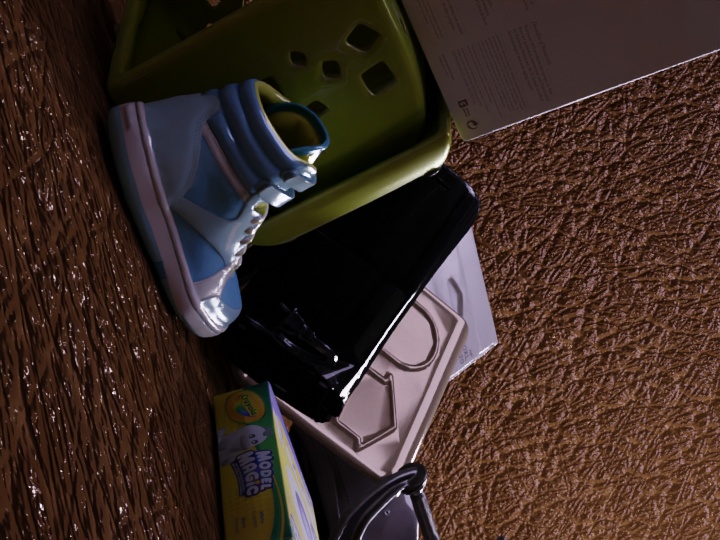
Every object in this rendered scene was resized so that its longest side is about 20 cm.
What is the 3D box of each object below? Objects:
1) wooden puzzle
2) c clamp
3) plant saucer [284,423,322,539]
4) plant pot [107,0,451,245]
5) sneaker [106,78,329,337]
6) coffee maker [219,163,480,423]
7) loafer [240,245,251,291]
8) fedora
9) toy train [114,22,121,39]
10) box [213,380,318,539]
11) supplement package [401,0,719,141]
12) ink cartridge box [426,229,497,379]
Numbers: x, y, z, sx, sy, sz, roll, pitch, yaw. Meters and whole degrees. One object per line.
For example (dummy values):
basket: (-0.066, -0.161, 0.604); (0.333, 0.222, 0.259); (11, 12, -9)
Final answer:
wooden puzzle: (-0.010, 0.069, 1.265); (0.200, 0.046, 0.186); (41, 56, -22)
c clamp: (0.041, 0.235, 1.255); (0.027, 0.171, 0.201); (29, -25, 40)
plant saucer: (-0.056, 0.201, 1.177); (0.200, 0.029, 0.202); (-16, 90, -89)
plant pot: (-0.041, -0.147, 1.035); (0.182, 0.198, 0.201); (55, 19, -29)
sneaker: (-0.074, -0.039, 0.942); (0.201, 0.130, 0.080); (74, -1, -51)
coffee maker: (0.000, 0.000, 1.115); (0.135, 0.201, 0.192); (42, -20, -19)
loafer: (-0.106, -0.063, 1.343); (0.072, 0.063, 0.201); (23, 48, -37)
fedora: (-0.001, 0.219, 1.317); (0.177, 0.090, 0.201); (109, -33, -69)
toy train: (-0.125, -0.086, 1.091); (0.150, 0.055, 0.202); (73, 1, -78)
box: (-0.056, 0.176, 0.958); (0.200, 0.048, 0.118); (-102, 176, -59)
supplement package: (0.132, -0.217, 0.994); (0.151, 0.199, 0.152); (-90, 157, -53)
ink cartridge box: (0.006, 0.030, 1.444); (0.199, 0.144, 0.148); (3, -63, 43)
